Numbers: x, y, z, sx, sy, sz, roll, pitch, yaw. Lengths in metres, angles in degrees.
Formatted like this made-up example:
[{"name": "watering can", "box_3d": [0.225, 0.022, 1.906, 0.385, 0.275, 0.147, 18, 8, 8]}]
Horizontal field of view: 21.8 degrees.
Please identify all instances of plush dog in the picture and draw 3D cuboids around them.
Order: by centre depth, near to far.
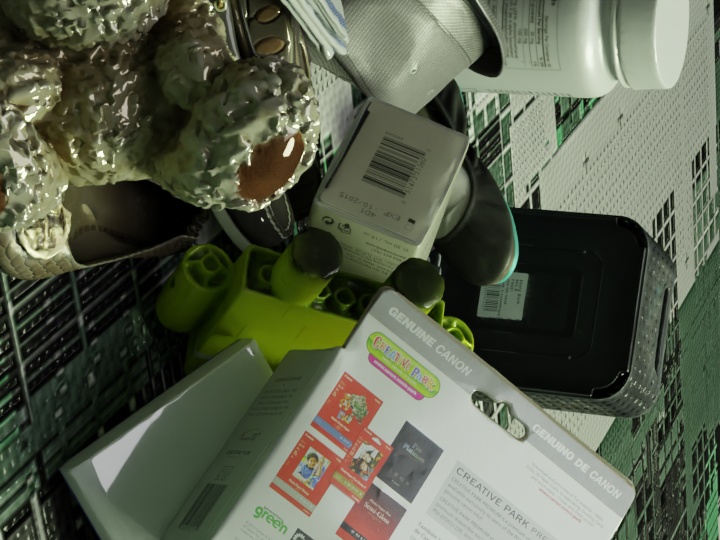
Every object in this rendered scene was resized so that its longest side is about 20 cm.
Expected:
[{"name": "plush dog", "box_3d": [-0.126, -0.125, 0.888, 0.161, 0.199, 0.173, -119, -153, -61]}]

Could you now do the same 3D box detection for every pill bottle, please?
[{"name": "pill bottle", "box_3d": [0.136, -0.186, 1.392, 0.113, 0.199, 0.114, 6, 90, -67]}]

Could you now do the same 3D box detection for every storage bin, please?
[{"name": "storage bin", "box_3d": [0.125, 0.029, 1.409, 0.094, 0.199, 0.136, 31, 67, -65]}]

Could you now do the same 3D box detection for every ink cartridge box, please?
[{"name": "ink cartridge box", "box_3d": [0.025, 0.136, 1.033, 0.200, 0.084, 0.176, 40, 72, -15]}]

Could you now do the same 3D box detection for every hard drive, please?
[{"name": "hard drive", "box_3d": [-0.067, 0.158, 1.060, 0.132, 0.025, 0.201, -35, 106, -26]}]

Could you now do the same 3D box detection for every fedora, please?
[{"name": "fedora", "box_3d": [0.004, -0.163, 1.192, 0.090, 0.177, 0.200, -51, 159, -4]}]

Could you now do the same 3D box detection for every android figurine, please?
[{"name": "android figurine", "box_3d": [-0.030, 0.038, 1.099, 0.200, 0.181, 0.041, 129, -27, -58]}]

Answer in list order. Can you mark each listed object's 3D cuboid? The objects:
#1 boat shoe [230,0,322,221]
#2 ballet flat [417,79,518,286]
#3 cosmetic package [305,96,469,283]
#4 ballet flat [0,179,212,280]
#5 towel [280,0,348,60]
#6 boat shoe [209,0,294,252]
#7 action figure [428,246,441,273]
[{"name": "boat shoe", "box_3d": [-0.067, -0.125, 1.121, 0.073, 0.074, 0.201, -82, 165, -57]}, {"name": "ballet flat", "box_3d": [0.051, -0.070, 1.325, 0.068, 0.068, 0.201, 18, 37, -34]}, {"name": "cosmetic package", "box_3d": [0.000, 0.000, 1.183, 0.200, 0.071, 0.105, 108, 6, -48]}, {"name": "ballet flat", "box_3d": [-0.134, -0.029, 0.998, 0.200, 0.046, 0.068, -2, 96, -66]}, {"name": "towel", "box_3d": [-0.058, -0.232, 1.064, 0.147, 0.024, 0.201, 50, 22, -58]}, {"name": "boat shoe", "box_3d": [-0.073, -0.103, 1.045, 0.072, 0.060, 0.202, -81, 152, -65]}, {"name": "action figure", "box_3d": [0.022, 0.069, 1.330, 0.130, 0.069, 0.201, 15, 70, -41]}]
